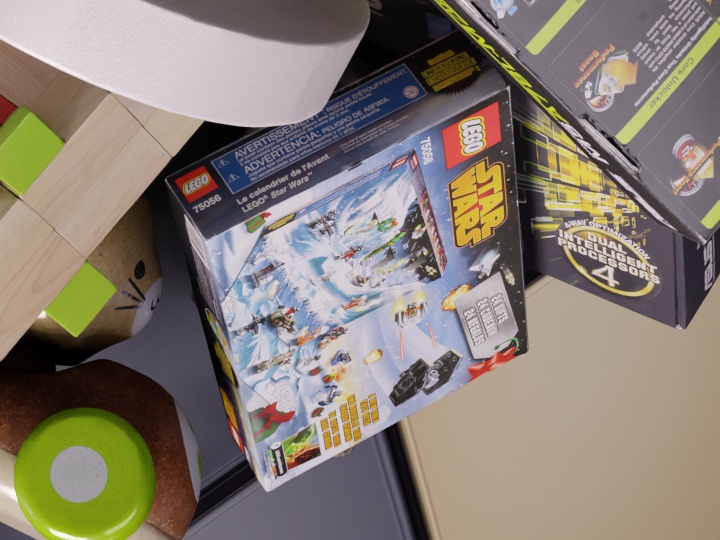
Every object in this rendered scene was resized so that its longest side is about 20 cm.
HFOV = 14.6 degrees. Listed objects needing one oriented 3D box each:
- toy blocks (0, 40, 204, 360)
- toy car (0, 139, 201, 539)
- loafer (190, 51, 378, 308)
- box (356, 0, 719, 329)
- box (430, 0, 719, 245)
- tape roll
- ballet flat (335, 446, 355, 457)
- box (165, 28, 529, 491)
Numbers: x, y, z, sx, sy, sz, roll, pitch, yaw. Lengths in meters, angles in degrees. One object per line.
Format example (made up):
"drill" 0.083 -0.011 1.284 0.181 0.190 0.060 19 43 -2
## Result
"toy blocks" -0.156 -0.047 1.064 0.200 0.137 0.100 -50 144 -5
"toy car" -0.113 0.013 1.165 0.164 0.158 0.200 96 20 -78
"loafer" -0.033 -0.040 1.233 0.072 0.063 0.200 -31 171 -33
"box" 0.059 -0.070 1.188 0.049 0.200 0.161 -53 155 -29
"box" 0.122 -0.145 1.034 0.193 0.048 0.200 41 86 -28
"tape roll" -0.093 -0.119 0.987 0.203 0.203 0.037 4 123 -48
"ballet flat" 0.015 0.005 1.335 0.068 0.075 0.200 -5 129 -43
"box" 0.000 0.000 1.165 0.137 0.040 0.200 -27 148 -12
